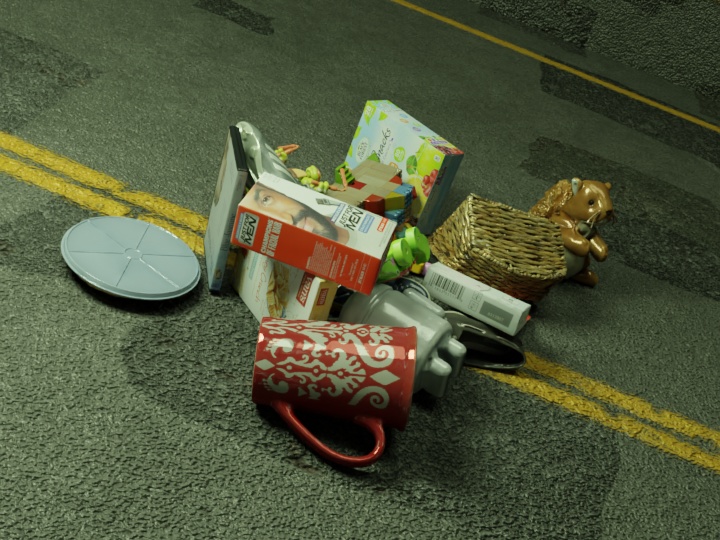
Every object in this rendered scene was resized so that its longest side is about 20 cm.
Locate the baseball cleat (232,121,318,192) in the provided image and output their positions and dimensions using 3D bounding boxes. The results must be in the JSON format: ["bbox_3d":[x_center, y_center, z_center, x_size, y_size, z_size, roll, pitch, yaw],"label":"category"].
[{"bbox_3d":[-0.125,-0.134,1.582,0.106,0.070,0.202,0,58,-47],"label":"baseball cleat"}]

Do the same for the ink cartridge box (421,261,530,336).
[{"bbox_3d":[0.192,0.036,1.668,0.161,0.058,0.200,25,16,13],"label":"ink cartridge box"}]

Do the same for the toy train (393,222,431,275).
[{"bbox_3d":[0.046,-0.050,1.773,0.148,0.056,0.201,9,32,-21],"label":"toy train"}]

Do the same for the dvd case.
[{"bbox_3d":[-0.198,-0.089,1.531,0.017,0.202,0.143,7,30,-18],"label":"dvd case"}]

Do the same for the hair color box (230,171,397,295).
[{"bbox_3d":[-0.060,-0.051,1.404,0.197,0.065,0.111,20,32,4],"label":"hair color box"}]

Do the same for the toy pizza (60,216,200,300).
[{"bbox_3d":[-0.325,-0.012,1.496,0.197,0.032,0.201,17,29,-10],"label":"toy pizza"}]

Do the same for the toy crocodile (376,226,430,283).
[{"bbox_3d":[0.052,-0.017,1.546,0.067,0.063,0.200,-19,8,21],"label":"toy crocodile"}]

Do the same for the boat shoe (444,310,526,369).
[{"bbox_3d":[0.162,0.107,1.574,0.197,0.068,0.057,10,26,-26],"label":"boat shoe"}]

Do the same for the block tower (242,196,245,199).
[{"bbox_3d":[-0.126,-0.072,1.648,0.197,0.055,0.058,12,25,24],"label":"block tower"}]

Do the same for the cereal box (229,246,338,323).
[{"bbox_3d":[-0.110,0.016,1.472,0.039,0.145,0.200,-5,37,-36],"label":"cereal box"}]

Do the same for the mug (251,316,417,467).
[{"bbox_3d":[-0.035,0.137,1.321,0.197,0.135,0.179,8,36,-2],"label":"mug"}]

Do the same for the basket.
[{"bbox_3d":[0.229,-0.012,1.779,0.198,0.149,0.144,16,52,-24],"label":"basket"}]

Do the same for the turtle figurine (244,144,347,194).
[{"bbox_3d":[-0.126,-0.146,1.688,0.160,0.065,0.200,-11,33,-35],"label":"turtle figurine"}]

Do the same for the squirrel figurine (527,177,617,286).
[{"bbox_3d":[0.375,-0.093,1.922,0.140,0.189,0.201,3,33,-27],"label":"squirrel figurine"}]

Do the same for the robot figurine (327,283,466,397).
[{"bbox_3d":[0.050,0.093,1.475,0.198,0.114,0.170,30,50,17],"label":"robot figurine"}]

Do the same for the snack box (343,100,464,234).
[{"bbox_3d":[0.069,-0.184,1.896,0.199,0.170,0.067,39,30,31],"label":"snack box"}]

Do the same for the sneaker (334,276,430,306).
[{"bbox_3d":[0.005,0.027,1.558,0.197,0.076,0.085,11,-11,12],"label":"sneaker"}]

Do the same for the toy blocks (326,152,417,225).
[{"bbox_3d":[0.027,-0.119,1.781,0.135,0.101,0.200,19,39,27],"label":"toy blocks"}]
